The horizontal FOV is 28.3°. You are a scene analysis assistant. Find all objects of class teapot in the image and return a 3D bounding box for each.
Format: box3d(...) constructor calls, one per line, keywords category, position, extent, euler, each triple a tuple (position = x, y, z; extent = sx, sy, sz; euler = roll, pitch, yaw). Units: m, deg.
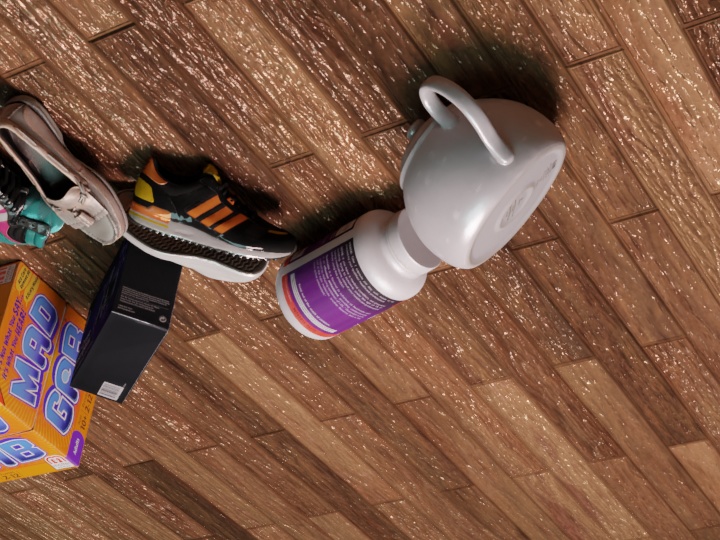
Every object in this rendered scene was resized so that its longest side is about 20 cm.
box3d(category="teapot", position=(0.109, -0.111, 1.494), extent=(0.146, 0.197, 0.200), euler=(40, 120, 15))

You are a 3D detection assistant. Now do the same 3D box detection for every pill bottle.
box3d(category="pill bottle", position=(0.000, 0.000, 1.687), extent=(0.112, 0.113, 0.200), euler=(34, 136, -31))

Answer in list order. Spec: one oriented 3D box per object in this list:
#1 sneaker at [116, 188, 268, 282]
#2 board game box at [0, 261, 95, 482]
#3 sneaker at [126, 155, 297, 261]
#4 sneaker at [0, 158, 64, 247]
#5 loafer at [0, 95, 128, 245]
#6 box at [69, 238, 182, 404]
box3d(category="sneaker", position=(-0.212, -0.031, 1.717), extent=(0.200, 0.073, 0.085), euler=(25, 162, -7))
box3d(category="board game box", position=(-0.487, 0.143, 1.886), extent=(0.200, 0.200, 0.200), euler=(-14, 139, 25))
box3d(category="sneaker", position=(-0.163, -0.073, 1.644), extent=(0.200, 0.070, 0.090), euler=(14, 101, -7))
box3d(category="sneaker", position=(-0.399, -0.090, 1.658), extent=(0.120, 0.084, 0.200), euler=(9, 151, 6))
box3d(category="loafer", position=(-0.342, -0.101, 1.604), extent=(0.072, 0.063, 0.200), euler=(-25, 113, 27))
box3d(category="box", position=(-0.291, 0.055, 1.787), extent=(0.079, 0.141, 0.200), euler=(21, 141, -14))
